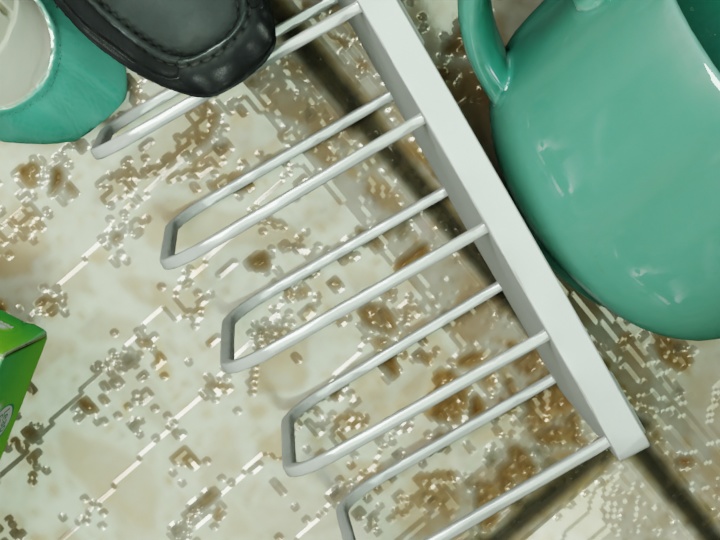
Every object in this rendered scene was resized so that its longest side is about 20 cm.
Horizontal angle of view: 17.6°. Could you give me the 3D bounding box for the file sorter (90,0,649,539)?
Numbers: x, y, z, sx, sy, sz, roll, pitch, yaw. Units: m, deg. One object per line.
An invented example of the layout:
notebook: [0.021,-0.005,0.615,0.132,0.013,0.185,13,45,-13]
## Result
file sorter: [0.000,0.000,0.902,0.124,0.139,0.200,-31,99,1]

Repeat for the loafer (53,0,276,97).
loafer: [-0.102,-0.141,0.835,0.068,0.070,0.201,-38,65,-2]

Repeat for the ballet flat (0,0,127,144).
ballet flat: [-0.177,-0.102,0.888,0.200,0.070,0.067,26,85,-18]

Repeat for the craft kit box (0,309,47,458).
craft kit box: [-0.241,0.071,0.882,0.197,0.049,0.200,25,106,9]

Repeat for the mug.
mug: [0.114,-0.062,0.900,0.114,0.152,0.185,-40,85,31]
